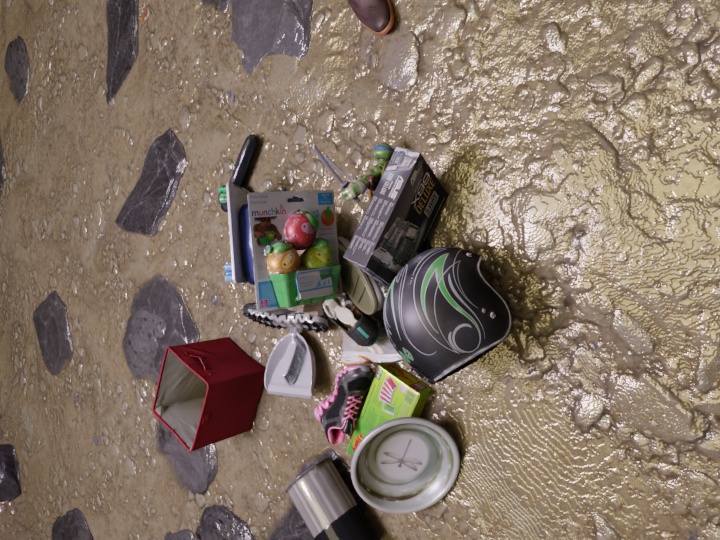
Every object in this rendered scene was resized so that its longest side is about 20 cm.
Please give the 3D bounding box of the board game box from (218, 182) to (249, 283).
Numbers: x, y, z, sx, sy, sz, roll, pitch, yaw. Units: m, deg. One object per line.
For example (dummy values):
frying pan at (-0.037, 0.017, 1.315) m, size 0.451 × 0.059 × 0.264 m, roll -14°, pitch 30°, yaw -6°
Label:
board game box at (-0.257, -0.074, 1.135) m, size 0.025 × 0.200 × 0.203 m, roll -5°, pitch 89°, yaw 6°

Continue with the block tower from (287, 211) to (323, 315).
block tower at (-0.105, -0.012, 1.025) m, size 0.054 × 0.057 × 0.203 m, roll 7°, pitch 98°, yaw 44°

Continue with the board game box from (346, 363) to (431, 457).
board game box at (0.052, 0.292, 1.004) m, size 0.101 × 0.047 × 0.203 m, roll 29°, pitch 109°, yaw 32°

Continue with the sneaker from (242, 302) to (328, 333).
sneaker at (-0.155, 0.078, 1.119) m, size 0.197 × 0.067 × 0.092 m, roll 5°, pitch 64°, yaw 15°

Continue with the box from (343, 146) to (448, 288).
box at (0.065, -0.080, 0.873) m, size 0.049 × 0.157 × 0.202 m, roll 23°, pitch 84°, yaw 30°

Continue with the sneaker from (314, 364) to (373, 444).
sneaker at (-0.023, 0.268, 1.022) m, size 0.201 × 0.078 × 0.096 m, roll -61°, pitch 33°, yaw 34°

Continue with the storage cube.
storage cube at (-0.353, 0.282, 1.226) m, size 0.170 × 0.179 × 0.203 m, roll 28°, pitch 107°, yaw 32°

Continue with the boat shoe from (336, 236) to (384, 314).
boat shoe at (0.000, 0.000, 0.990) m, size 0.201 × 0.068 × 0.075 m, roll 56°, pitch 140°, yaw 38°

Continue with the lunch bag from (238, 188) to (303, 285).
lunch bag at (-0.162, -0.069, 1.093) m, size 0.131 × 0.135 × 0.203 m, roll -5°, pitch 91°, yaw 34°

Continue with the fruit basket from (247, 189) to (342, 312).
fruit basket at (-0.106, -0.039, 0.918) m, size 0.093 × 0.183 × 0.203 m, roll 11°, pitch 104°, yaw 49°

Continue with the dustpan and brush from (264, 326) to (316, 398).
dustpan and brush at (-0.146, 0.167, 1.137) m, size 0.138 × 0.057 × 0.203 m, roll -4°, pitch 60°, yaw 35°

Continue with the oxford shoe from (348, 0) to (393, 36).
oxford shoe at (-0.005, -0.533, 0.995) m, size 0.071 × 0.072 × 0.202 m, roll -41°, pitch 69°, yaw 30°

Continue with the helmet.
helmet at (0.133, 0.062, 0.843) m, size 0.200 × 0.199 × 0.192 m, roll -40°, pitch 71°, yaw 31°

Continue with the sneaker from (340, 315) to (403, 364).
sneaker at (0.038, 0.130, 0.995) m, size 0.198 × 0.075 × 0.094 m, roll -10°, pitch 82°, yaw 35°

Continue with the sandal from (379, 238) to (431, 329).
sandal at (0.081, 0.014, 0.951) m, size 0.075 × 0.043 × 0.203 m, roll 6°, pitch 79°, yaw 34°

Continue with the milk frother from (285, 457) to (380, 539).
milk frother at (-0.099, 0.520, 1.035) m, size 0.189 × 0.199 × 0.181 m, roll 51°, pitch 123°, yaw 24°

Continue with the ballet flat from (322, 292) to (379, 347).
ballet flat at (-0.029, 0.078, 1.000) m, size 0.068 × 0.068 × 0.200 m, roll -52°, pitch 32°, yaw -5°

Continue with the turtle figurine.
turtle figurine at (-0.006, -0.135, 0.974) m, size 0.144 × 0.197 × 0.197 m, roll -167°, pitch 74°, yaw -70°

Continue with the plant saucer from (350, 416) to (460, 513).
plant saucer at (0.079, 0.344, 0.942) m, size 0.197 × 0.050 × 0.203 m, roll -2°, pitch 109°, yaw -5°

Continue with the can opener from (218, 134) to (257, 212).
can opener at (-0.287, -0.227, 1.239) m, size 0.063 × 0.078 × 0.203 m, roll -126°, pitch 54°, yaw -68°
